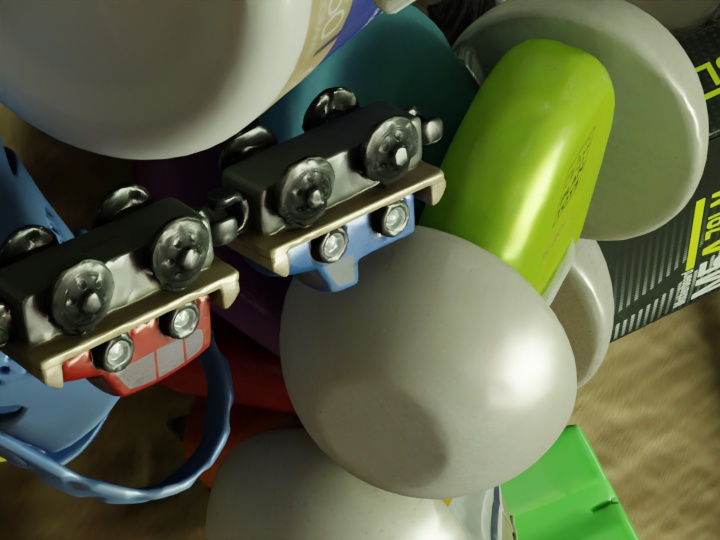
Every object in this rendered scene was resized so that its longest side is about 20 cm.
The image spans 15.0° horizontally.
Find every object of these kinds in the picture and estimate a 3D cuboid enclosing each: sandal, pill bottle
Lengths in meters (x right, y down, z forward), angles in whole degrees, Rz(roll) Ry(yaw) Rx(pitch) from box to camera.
[{"bbox_3d":[-0.088,0.007,0.696,0.080,0.087,0.200,-63,156,-10],"label":"sandal"},{"bbox_3d":[-0.020,-0.120,0.703,0.200,0.115,0.116,-44,148,-47],"label":"pill bottle"}]

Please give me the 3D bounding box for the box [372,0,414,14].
[{"bbox_3d":[0.020,-0.186,0.606,0.106,0.201,0.152,-29,-175,38],"label":"box"}]

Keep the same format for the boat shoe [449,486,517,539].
[{"bbox_3d":[0.024,0.108,0.913,0.062,0.072,0.200,58,8,-15],"label":"boat shoe"}]

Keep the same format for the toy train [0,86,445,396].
[{"bbox_3d":[-0.056,0.007,0.647,0.199,0.034,0.046,-27,126,-33],"label":"toy train"}]

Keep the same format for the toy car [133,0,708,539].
[{"bbox_3d":[0.000,0.000,0.799,0.175,0.149,0.200,-56,172,-42],"label":"toy car"}]

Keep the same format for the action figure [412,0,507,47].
[{"bbox_3d":[0.046,-0.117,0.892,0.119,0.102,0.200,-66,161,1],"label":"action figure"}]

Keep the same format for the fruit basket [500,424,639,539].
[{"bbox_3d":[0.037,0.180,1.069,0.216,0.215,0.156,-64,161,-13],"label":"fruit basket"}]

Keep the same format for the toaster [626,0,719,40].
[{"bbox_3d":[0.140,-0.153,1.071,0.129,0.113,0.201,6,107,-64],"label":"toaster"}]

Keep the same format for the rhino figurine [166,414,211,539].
[{"bbox_3d":[-0.009,0.023,0.938,0.200,0.060,0.088,-56,159,-27],"label":"rhino figurine"}]

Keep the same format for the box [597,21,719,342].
[{"bbox_3d":[0.139,-0.040,1.071,0.192,0.048,0.200,-27,161,-7],"label":"box"}]
